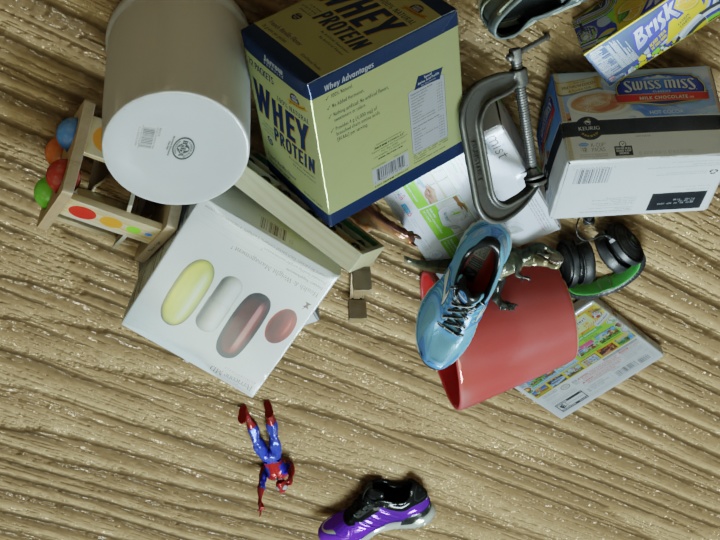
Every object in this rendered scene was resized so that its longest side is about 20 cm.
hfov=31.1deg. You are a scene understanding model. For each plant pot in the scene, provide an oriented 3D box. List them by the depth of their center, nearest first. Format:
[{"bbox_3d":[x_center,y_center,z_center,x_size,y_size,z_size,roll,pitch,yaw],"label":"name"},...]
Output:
[{"bbox_3d":[0.191,0.075,1.766,0.177,0.201,0.201,-14,135,-7],"label":"plant pot"}]

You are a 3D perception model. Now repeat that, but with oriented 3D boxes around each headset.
[{"bbox_3d":[0.317,-0.033,1.760,0.123,0.094,0.200,-20,149,7],"label":"headset"}]

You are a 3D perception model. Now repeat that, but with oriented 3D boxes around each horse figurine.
[{"bbox_3d":[-0.023,-0.101,1.591,0.050,0.132,0.200,-44,113,-6],"label":"horse figurine"}]

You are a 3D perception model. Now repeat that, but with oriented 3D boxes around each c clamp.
[{"bbox_3d":[0.179,-0.160,1.507,0.171,0.027,0.201,-23,114,-39],"label":"c clamp"}]

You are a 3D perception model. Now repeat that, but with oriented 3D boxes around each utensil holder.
[{"bbox_3d":[-0.200,-0.195,1.430,0.169,0.200,0.170,-4,135,-4],"label":"utensil holder"}]

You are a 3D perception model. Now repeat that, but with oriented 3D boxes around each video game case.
[{"bbox_3d":[0.322,0.132,1.941,0.200,0.023,0.182,-37,128,27],"label":"video game case"}]

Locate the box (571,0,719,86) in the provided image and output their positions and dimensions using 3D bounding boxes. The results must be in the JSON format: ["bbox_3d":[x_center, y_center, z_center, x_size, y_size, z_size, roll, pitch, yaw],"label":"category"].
[{"bbox_3d":[0.346,-0.303,1.479,0.200,0.070,0.064,-32,132,23],"label":"box"}]

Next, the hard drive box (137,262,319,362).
[{"bbox_3d":[-0.175,0.023,1.736,0.199,0.077,0.156,-17,134,10],"label":"hard drive box"}]

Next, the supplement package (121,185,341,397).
[{"bbox_3d":[-0.153,0.005,1.577,0.191,0.147,0.200,30,113,-13],"label":"supplement package"}]

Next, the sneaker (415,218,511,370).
[{"bbox_3d":[0.121,0.032,1.590,0.078,0.090,0.201,22,103,2],"label":"sneaker"}]

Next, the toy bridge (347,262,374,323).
[{"bbox_3d":[0.000,0.000,1.733,0.027,0.067,0.200,-1,153,-4],"label":"toy bridge"}]

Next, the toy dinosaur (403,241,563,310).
[{"bbox_3d":[0.158,0.012,1.650,0.199,0.047,0.089,-5,106,4],"label":"toy dinosaur"}]

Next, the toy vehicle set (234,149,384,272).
[{"bbox_3d":[-0.069,-0.073,1.517,0.200,0.124,0.027,37,102,6],"label":"toy vehicle set"}]

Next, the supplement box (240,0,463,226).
[{"bbox_3d":[-0.002,-0.198,1.443,0.200,0.134,0.200,-30,139,-21],"label":"supplement box"}]

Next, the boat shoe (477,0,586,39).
[{"bbox_3d":[0.230,-0.315,1.459,0.199,0.062,0.073,-20,133,13],"label":"boat shoe"}]

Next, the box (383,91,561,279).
[{"bbox_3d":[0.131,-0.109,1.627,0.176,0.097,0.200,-24,132,16],"label":"box"}]

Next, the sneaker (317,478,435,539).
[{"bbox_3d":[0.016,0.388,2.133,0.199,0.070,0.100,-18,127,6],"label":"sneaker"}]

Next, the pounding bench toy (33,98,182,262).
[{"bbox_3d":[-0.314,-0.095,1.564,0.155,0.125,0.200,18,155,-21],"label":"pounding bench toy"}]

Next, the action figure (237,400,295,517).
[{"bbox_3d":[-0.141,0.302,2.006,0.065,0.099,0.200,-10,137,5],"label":"action figure"}]

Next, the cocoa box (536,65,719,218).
[{"bbox_3d":[0.325,-0.154,1.563,0.199,0.132,0.134,-3,152,-3],"label":"cocoa box"}]
